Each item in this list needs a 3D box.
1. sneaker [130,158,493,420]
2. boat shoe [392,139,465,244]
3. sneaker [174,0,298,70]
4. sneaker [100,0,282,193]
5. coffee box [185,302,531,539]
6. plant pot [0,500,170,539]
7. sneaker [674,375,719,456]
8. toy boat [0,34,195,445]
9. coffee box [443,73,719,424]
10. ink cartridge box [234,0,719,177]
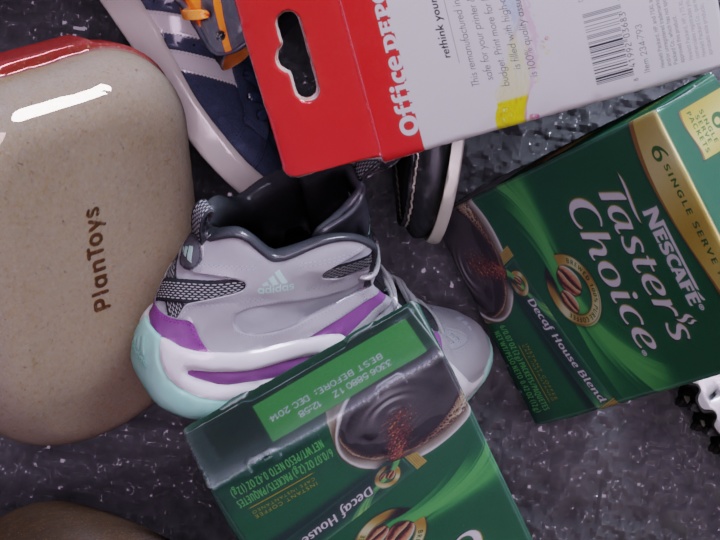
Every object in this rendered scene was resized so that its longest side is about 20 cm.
[{"bbox_3d":[0.000,0.000,0.961,0.199,0.078,0.141,-1,125,-39],"label":"sneaker"},{"bbox_3d":[0.016,-0.114,1.008,0.065,0.074,0.202,2,89,-12],"label":"boat shoe"},{"bbox_3d":[-0.099,-0.138,0.940,0.198,0.078,0.113,-18,94,16],"label":"sneaker"},{"bbox_3d":[-0.069,-0.123,1.007,0.084,0.075,0.201,-34,93,3],"label":"sneaker"},{"bbox_3d":[0.011,0.117,0.970,0.122,0.044,0.201,-28,134,-4],"label":"coffee box"},{"bbox_3d":[-0.118,0.191,0.943,0.185,0.200,0.189,-11,117,-23],"label":"plant pot"},{"bbox_3d":[0.180,0.013,1.028,0.090,0.066,0.201,-29,91,1],"label":"sneaker"},{"bbox_3d":[-0.155,-0.020,0.988,0.130,0.130,0.202,-19,121,-28],"label":"toy boat"},{"bbox_3d":[0.120,-0.004,0.961,0.044,0.200,0.124,-28,93,-30],"label":"coffee box"},{"bbox_3d":[0.048,-0.124,0.895,0.198,0.067,0.117,-15,117,2],"label":"ink cartridge box"}]
